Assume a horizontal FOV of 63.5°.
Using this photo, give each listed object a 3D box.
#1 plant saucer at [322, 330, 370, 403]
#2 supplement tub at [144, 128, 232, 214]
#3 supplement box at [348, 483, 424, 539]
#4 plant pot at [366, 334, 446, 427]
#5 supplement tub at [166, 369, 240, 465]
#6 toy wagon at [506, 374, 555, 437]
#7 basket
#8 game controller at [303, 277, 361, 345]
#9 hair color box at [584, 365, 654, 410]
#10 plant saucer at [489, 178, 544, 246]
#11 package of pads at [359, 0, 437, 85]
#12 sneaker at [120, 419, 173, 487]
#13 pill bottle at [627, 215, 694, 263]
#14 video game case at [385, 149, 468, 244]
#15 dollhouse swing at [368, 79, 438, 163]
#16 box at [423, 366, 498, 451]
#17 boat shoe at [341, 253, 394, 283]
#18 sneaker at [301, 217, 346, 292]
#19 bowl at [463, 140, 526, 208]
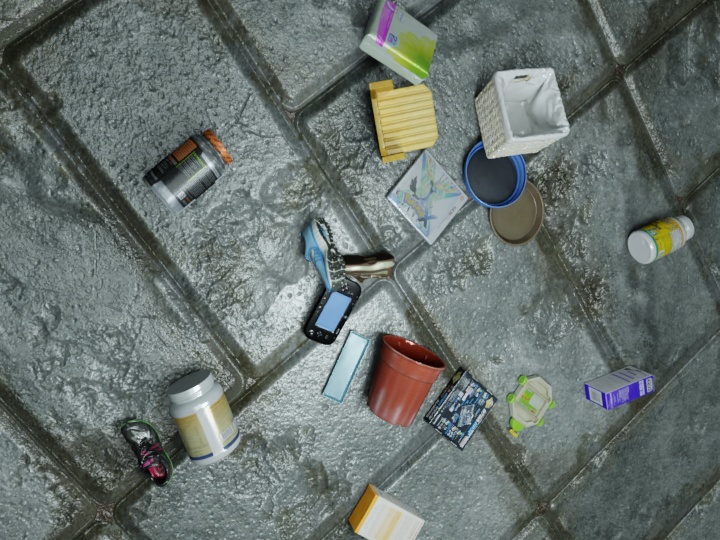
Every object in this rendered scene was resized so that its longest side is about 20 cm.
[{"bbox_3d":[-0.041,0.278,1.678,0.069,0.019,0.205,25,90,-20],"label":"plant saucer"},{"bbox_3d":[-0.418,-0.245,1.428,0.199,0.122,0.124,-41,107,-9],"label":"supplement tub"},{"bbox_3d":[0.079,0.752,1.751,0.198,0.073,0.128,35,86,-19],"label":"supplement box"},{"bbox_3d":[0.117,0.318,1.654,0.196,0.201,0.200,19,100,-19],"label":"plant pot"},{"bbox_3d":[-0.406,0.376,1.503,0.141,0.144,0.205,-22,103,-14],"label":"supplement tub"},{"bbox_3d":[0.537,0.440,1.881,0.154,0.039,0.202,37,86,-19],"label":"toy wagon"},{"bbox_3d":[0.449,-0.438,1.645,0.192,0.161,0.206,-9,81,-16],"label":"basket"},{"bbox_3d":[-0.077,0.110,1.614,0.102,0.042,0.204,26,102,-17],"label":"game controller"},{"bbox_3d":[0.864,0.390,1.946,0.195,0.109,0.067,-17,103,-15],"label":"hair color box"},{"bbox_3d":[0.475,-0.178,1.784,0.194,0.029,0.207,-2,97,-17],"label":"plant saucer"},{"bbox_3d":[0.105,-0.613,1.555,0.196,0.068,0.158,27,61,-19],"label":"package of pads"},{"bbox_3d":[-0.544,0.469,1.500,0.076,0.084,0.203,-33,106,-12],"label":"sneaker"},{"bbox_3d":[0.995,-0.109,1.922,0.195,0.112,0.116,-22,103,-14],"label":"pill bottle"},{"bbox_3d":[0.195,-0.211,1.689,0.200,0.022,0.183,43,83,-18],"label":"video game case"},{"bbox_3d":[0.124,-0.409,1.571,0.170,0.182,0.207,-10,100,4],"label":"dollhouse swing"},{"bbox_3d":[0.311,0.428,1.800,0.158,0.046,0.202,39,84,-19],"label":"box"},{"bbox_3d":[0.001,0.003,1.629,0.196,0.075,0.077,-3,115,-11],"label":"boat shoe"},{"bbox_3d":[-0.104,-0.034,1.566,0.077,0.089,0.205,1,67,-54],"label":"sneaker"},{"bbox_3d":[0.393,-0.285,1.717,0.194,0.039,0.208,1,86,-13],"label":"bowl"}]
